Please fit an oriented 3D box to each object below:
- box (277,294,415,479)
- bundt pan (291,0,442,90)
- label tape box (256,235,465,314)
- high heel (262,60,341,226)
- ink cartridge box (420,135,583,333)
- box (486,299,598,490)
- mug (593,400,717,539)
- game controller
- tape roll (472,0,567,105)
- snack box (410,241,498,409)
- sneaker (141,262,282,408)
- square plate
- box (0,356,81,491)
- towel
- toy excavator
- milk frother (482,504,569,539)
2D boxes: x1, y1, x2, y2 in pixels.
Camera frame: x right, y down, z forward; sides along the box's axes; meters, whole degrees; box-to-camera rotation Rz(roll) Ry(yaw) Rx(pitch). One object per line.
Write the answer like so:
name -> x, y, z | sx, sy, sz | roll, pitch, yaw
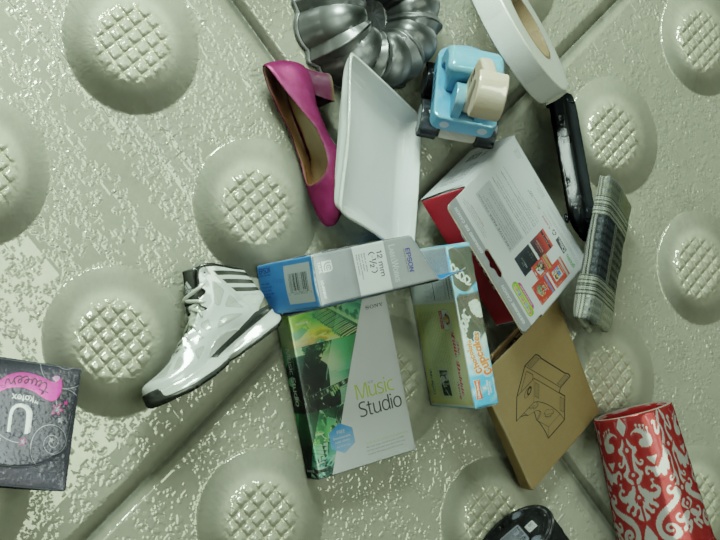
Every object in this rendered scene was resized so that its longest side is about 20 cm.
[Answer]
box -> -0.016, 0.137, 1.711 | 0.144, 0.036, 0.200 | -13, 91, -33
bundt pan -> 0.020, -0.317, 1.755 | 0.202, 0.076, 0.202 | 4, 83, -33
label tape box -> 0.000, 0.000, 1.666 | 0.200, 0.143, 0.066 | -14, 92, -30
high heel -> -0.071, -0.150, 1.685 | 0.096, 0.067, 0.200 | 5, 68, -40
ink cartridge box -> 0.174, -0.038, 1.803 | 0.176, 0.084, 0.200 | -44, 109, -40
box -> 0.230, 0.161, 1.841 | 0.163, 0.021, 0.200 | -44, 125, -29
mug -> 0.389, 0.284, 1.926 | 0.133, 0.178, 0.200 | -15, 89, 4
game controller -> 0.280, -0.140, 1.882 | 0.042, 0.104, 0.200 | -10, 71, 10
tape roll -> 0.201, -0.308, 1.821 | 0.203, 0.037, 0.203 | 50, 21, -28
snack box -> 0.110, 0.069, 1.749 | 0.037, 0.116, 0.200 | -11, 92, -24
sneaker -> -0.191, 0.064, 1.597 | 0.200, 0.076, 0.115 | -38, 97, -37
square plate -> 0.019, -0.131, 1.710 | 0.198, 0.028, 0.200 | 34, 56, -58
box -> -0.397, 0.147, 1.421 | 0.200, 0.115, 0.132 | 12, 80, -32
towel -> 0.316, -0.017, 1.873 | 0.200, 0.035, 0.193 | 26, 73, -70
toy excavator -> 0.134, -0.221, 1.711 | 0.100, 0.200, 0.195 | 10, 56, -5
milk frother -> 0.212, 0.438, 1.788 | 0.200, 0.181, 0.188 | -34, 108, 15
